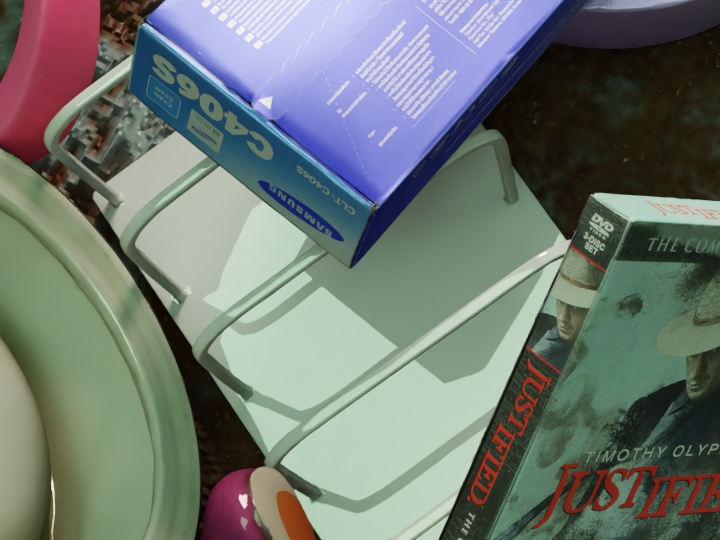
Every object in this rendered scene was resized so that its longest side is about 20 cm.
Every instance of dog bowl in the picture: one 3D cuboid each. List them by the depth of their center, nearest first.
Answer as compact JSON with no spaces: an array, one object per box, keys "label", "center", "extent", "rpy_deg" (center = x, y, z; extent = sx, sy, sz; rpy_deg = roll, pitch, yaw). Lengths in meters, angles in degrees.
[{"label":"dog bowl","center":[-0.148,0.049,0.709],"extent":[0.074,0.199,0.201],"rpy_deg":[-32,74,33]}]

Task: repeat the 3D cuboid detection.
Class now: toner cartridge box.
[{"label":"toner cartridge box","center":[0.023,-0.104,0.714],"extent":[0.095,0.043,0.200],"rpy_deg":[38,63,8]}]

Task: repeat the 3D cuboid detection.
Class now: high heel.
[{"label":"high heel","center":[-0.051,0.129,0.694],"extent":[0.095,0.201,0.068],"rpy_deg":[-15,54,-3]}]

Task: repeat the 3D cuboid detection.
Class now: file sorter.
[{"label":"file sorter","center":[0.000,0.000,0.770],"extent":[0.138,0.125,0.201],"rpy_deg":[-35,76,0]}]

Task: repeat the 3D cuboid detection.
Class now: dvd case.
[{"label":"dvd case","center":[0.087,0.070,0.700],"extent":[0.022,0.145,0.201],"rpy_deg":[39,115,40]}]

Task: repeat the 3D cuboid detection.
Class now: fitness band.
[{"label":"fitness band","center":[-0.157,-0.117,0.805],"extent":[0.199,0.037,0.145],"rpy_deg":[28,111,45]}]

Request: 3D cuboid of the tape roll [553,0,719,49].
[{"label":"tape roll","center":[0.093,-0.187,0.811],"extent":[0.198,0.066,0.202],"rpy_deg":[0,83,3]}]
